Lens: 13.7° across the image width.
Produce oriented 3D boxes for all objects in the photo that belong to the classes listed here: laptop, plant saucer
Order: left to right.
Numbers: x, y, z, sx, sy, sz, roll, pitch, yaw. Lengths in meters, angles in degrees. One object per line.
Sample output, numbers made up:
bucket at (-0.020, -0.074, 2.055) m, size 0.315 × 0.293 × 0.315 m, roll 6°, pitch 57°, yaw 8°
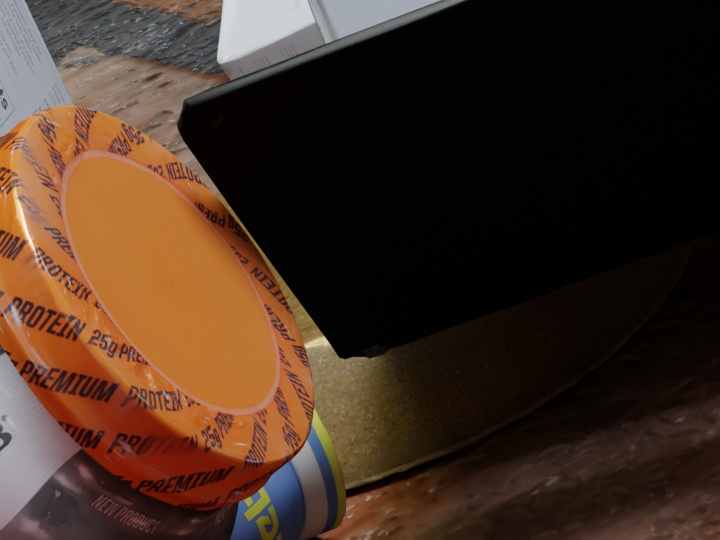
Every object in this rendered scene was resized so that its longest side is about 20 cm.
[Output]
plant saucer at (0.000, 0.000, 0.895) m, size 0.199 × 0.036 × 0.200 m, roll -19°, pitch 24°, yaw 9°
laptop at (0.060, -0.057, 0.764) m, size 0.176 × 0.104 × 0.200 m, roll -19°, pitch 19°, yaw 11°

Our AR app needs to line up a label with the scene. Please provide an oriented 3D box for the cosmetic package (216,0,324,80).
cosmetic package at (-0.002, -0.131, 1.103) m, size 0.082 × 0.051 × 0.201 m, roll -24°, pitch 34°, yaw 19°

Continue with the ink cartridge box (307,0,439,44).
ink cartridge box at (0.086, -0.114, 0.907) m, size 0.145 × 0.085 × 0.200 m, roll -21°, pitch 4°, yaw 26°

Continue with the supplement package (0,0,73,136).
supplement package at (-0.198, -0.020, 0.954) m, size 0.199 × 0.156 × 0.111 m, roll -14°, pitch 24°, yaw 24°

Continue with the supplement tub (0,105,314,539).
supplement tub at (-0.114, 0.057, 0.699) m, size 0.200 × 0.123 × 0.123 m, roll -37°, pitch 17°, yaw 24°

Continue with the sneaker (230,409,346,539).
sneaker at (-0.102, 0.061, 0.811) m, size 0.199 × 0.074 × 0.082 m, roll -3°, pitch 32°, yaw 40°
